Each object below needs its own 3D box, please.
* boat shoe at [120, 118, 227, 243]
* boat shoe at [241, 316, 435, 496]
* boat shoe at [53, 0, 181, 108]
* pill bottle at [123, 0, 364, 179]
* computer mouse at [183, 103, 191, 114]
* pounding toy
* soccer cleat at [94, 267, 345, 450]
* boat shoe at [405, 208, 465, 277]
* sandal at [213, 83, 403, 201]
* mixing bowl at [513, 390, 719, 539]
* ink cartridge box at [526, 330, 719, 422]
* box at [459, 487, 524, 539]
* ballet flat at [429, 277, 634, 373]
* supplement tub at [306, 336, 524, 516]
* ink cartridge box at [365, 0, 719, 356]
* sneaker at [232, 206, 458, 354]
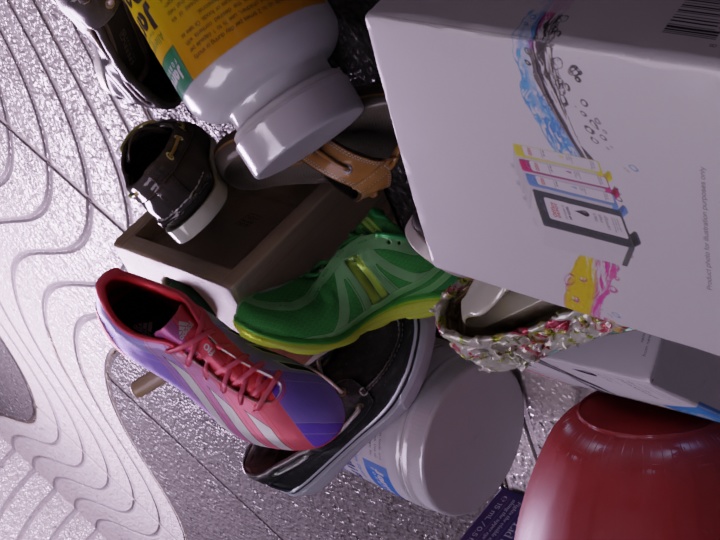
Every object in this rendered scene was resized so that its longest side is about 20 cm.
[{"bbox_3d":[-0.149,-0.086,0.937,0.061,0.072,0.201,44,-177,-25],"label":"boat shoe"},{"bbox_3d":[-0.018,0.098,0.930,0.070,0.201,0.072,13,-152,-46],"label":"boat shoe"},{"bbox_3d":[-0.171,-0.184,0.876,0.056,0.067,0.201,23,159,17],"label":"boat shoe"},{"bbox_3d":[-0.083,-0.165,0.773,0.202,0.112,0.113,59,153,1],"label":"pill bottle"},{"bbox_3d":[-0.084,-0.151,0.920,0.199,0.044,0.111,25,143,47],"label":"computer mouse"},{"bbox_3d":[-0.093,0.009,0.977,0.183,0.200,0.143,17,143,44],"label":"pounding toy"},{"bbox_3d":[-0.102,0.062,0.853,0.198,0.067,0.077,29,161,15],"label":"soccer cleat"},{"bbox_3d":[0.075,-0.058,0.704,0.066,0.200,0.057,34,116,-2],"label":"boat shoe"},{"bbox_3d":[-0.017,-0.076,0.839,0.197,0.055,0.082,-8,152,25],"label":"sandal"},{"bbox_3d":[0.191,0.139,0.793,0.199,0.198,0.110,12,113,48],"label":"mixing bowl"},{"bbox_3d":[0.139,0.035,0.769,0.115,0.069,0.198,24,172,-40],"label":"ink cartridge box"},{"bbox_3d":[0.169,0.298,1.062,0.198,0.148,0.105,10,137,48],"label":"box"},{"bbox_3d":[0.114,0.003,0.658,0.063,0.077,0.199,19,141,-34],"label":"ballet flat"},{"bbox_3d":[0.023,0.111,1.029,0.198,0.132,0.133,18,143,45],"label":"supplement tub"},{"bbox_3d":[0.131,-0.074,0.515,0.198,0.147,0.146,18,141,35],"label":"ink cartridge box"},{"bbox_3d":[0.000,0.000,0.860,0.074,0.197,0.085,-145,41,-62],"label":"sneaker"}]
